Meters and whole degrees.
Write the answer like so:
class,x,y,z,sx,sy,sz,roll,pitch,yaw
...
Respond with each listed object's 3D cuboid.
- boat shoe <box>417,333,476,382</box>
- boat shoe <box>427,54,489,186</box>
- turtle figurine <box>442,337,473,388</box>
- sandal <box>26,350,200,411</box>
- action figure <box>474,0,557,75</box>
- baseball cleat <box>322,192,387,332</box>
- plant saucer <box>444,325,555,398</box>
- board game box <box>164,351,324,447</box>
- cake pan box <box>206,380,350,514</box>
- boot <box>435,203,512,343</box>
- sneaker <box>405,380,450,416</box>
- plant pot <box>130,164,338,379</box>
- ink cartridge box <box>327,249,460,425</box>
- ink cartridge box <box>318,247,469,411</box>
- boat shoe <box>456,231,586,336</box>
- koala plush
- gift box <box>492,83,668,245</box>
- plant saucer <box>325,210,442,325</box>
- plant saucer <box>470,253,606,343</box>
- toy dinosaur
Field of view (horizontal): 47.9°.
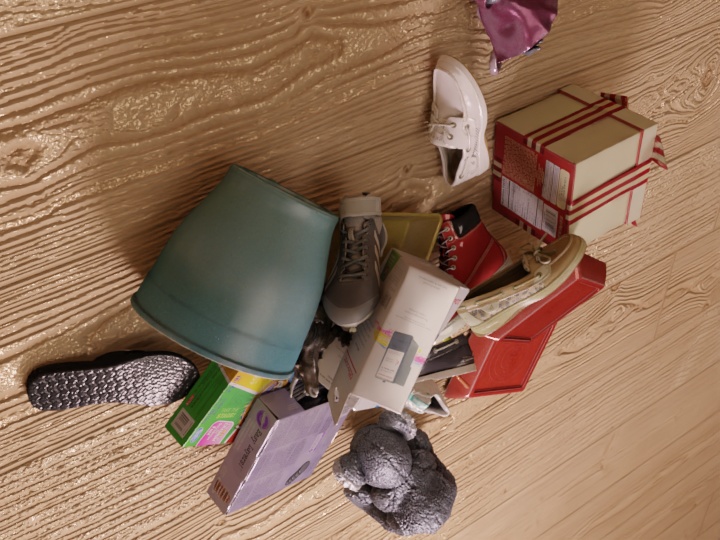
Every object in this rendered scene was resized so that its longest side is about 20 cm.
class,x,y,z,sx,sy,sz,roll,pitch,yaw
boat shoe,0.069,0.137,1.205,0.200,0.063,0.073,-9,173,0
boat shoe,0.122,-0.187,1.066,0.069,0.071,0.200,-38,138,-15
turtle figurine,0.141,0.077,1.273,0.161,0.064,0.200,-47,110,-12
sandal,-0.291,0.122,0.969,0.200,0.048,0.075,1,121,-26
action figure,0.149,-0.351,0.977,0.200,0.134,0.149,19,150,-34
baseball cleat,-0.011,-0.023,0.947,0.070,0.200,0.107,-5,123,10
plant saucer,0.262,0.147,1.448,0.200,0.037,0.200,2,117,-41
board game box,-0.142,0.159,1.072,0.153,0.040,0.200,-53,154,11
cake pan box,-0.103,0.236,1.139,0.184,0.052,0.200,-14,139,-53
boot,0.121,0.001,1.180,0.200,0.072,0.144,-46,115,-20
sneaker,0.071,0.188,1.284,0.200,0.088,0.075,22,105,-42
plant pot,-0.125,-0.009,0.908,0.200,0.200,0.188,21,98,-47
ink cartridge box,0.033,0.086,0.942,0.067,0.117,0.200,24,97,-11
ink cartridge box,0.043,0.080,1.086,0.200,0.084,0.145,-57,157,8
boat shoe,0.220,0.011,1.119,0.200,0.073,0.063,-41,104,11
koala plush,0.052,0.319,1.321,0.177,0.184,0.200,-40,126,-11
gift box,0.323,-0.141,1.183,0.187,0.200,0.185,-28,139,-24
plant saucer,0.000,0.000,1.118,0.200,0.048,0.200,-2,121,-40
plant saucer,0.287,0.053,1.254,0.200,0.037,0.200,-41,158,19
toy dinosaur,-0.050,0.053,1.015,0.077,0.102,0.200,31,59,-29
